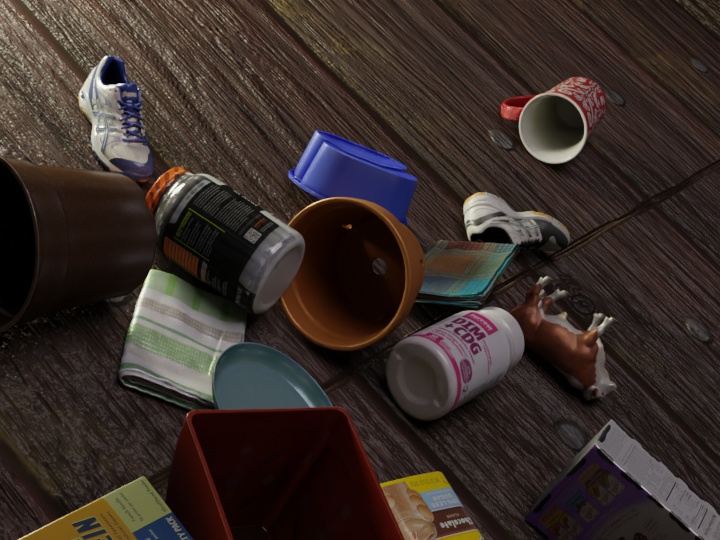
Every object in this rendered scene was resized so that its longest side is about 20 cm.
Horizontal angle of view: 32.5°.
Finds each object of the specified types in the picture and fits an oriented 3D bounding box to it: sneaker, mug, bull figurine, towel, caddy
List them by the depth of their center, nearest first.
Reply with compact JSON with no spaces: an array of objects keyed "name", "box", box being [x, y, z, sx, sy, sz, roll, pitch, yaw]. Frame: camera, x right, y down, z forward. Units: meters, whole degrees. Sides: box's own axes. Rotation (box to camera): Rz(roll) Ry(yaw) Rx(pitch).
[{"name":"towel","box":[-0.212,0.086,1.521,0.148,0.031,0.201,24,37,-16]},{"name":"sneaker","box":[-0.336,-0.214,1.716,0.075,0.088,0.201,-3,51,-42]},{"name":"towel","box":[0.143,0.000,1.840,0.145,0.022,0.200,4,26,24]},{"name":"bull figurine","box":[0.313,0.103,1.856,0.199,0.122,0.065,34,-1,10]},{"name":"caddy","box":[-0.011,-0.128,1.866,0.198,0.106,0.142,20,14,-19]},{"name":"sneaker","box":[0.255,-0.054,2.032,0.198,0.076,0.088,17,55,-18]},{"name":"mug","box":[0.380,-0.311,2.364,0.177,0.134,0.200,41,33,6]}]

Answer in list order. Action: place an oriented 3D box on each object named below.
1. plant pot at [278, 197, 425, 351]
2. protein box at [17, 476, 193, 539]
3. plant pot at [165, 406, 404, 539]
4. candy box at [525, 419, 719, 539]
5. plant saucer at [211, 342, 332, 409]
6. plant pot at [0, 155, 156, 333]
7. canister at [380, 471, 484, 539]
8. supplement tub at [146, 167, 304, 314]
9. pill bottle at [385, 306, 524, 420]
[{"name":"plant pot","box":[0.000,0.000,1.669,0.200,0.201,0.140,44,20,14]},{"name":"protein box","box":[-0.255,0.321,1.073,0.135,0.199,0.199,47,38,18]},{"name":"plant pot","box":[-0.097,0.276,1.269,0.198,0.177,0.201,3,45,-36]},{"name":"candy box","box":[0.339,0.320,1.573,0.200,0.168,0.071,41,38,8]},{"name":"plant saucer","box":[-0.102,0.176,1.479,0.199,0.027,0.201,34,31,-23]},{"name":"plant pot","box":[-0.355,-0.035,1.423,0.197,0.201,0.201,-5,51,-52]},{"name":"canister","box":[0.088,0.340,1.423,0.147,0.087,0.201,-4,49,-41]},{"name":"supplement tub","box":[-0.181,-0.043,1.600,0.199,0.123,0.122,33,35,14]},{"name":"pill bottle","box":[0.134,0.120,1.685,0.113,0.114,0.199,47,37,17]}]
